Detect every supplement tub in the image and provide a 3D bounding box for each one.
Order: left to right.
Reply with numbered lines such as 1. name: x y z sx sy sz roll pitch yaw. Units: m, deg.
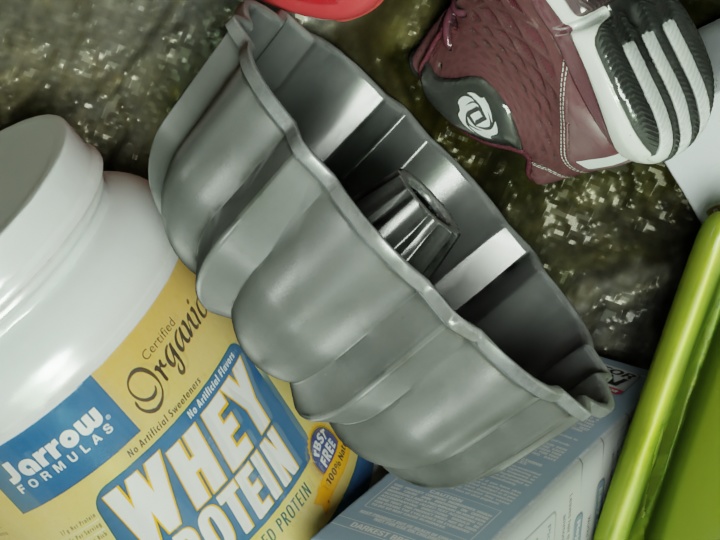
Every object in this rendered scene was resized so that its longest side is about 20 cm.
1. supplement tub: -0.097 0.055 0.948 0.144 0.145 0.200 -36 114 10

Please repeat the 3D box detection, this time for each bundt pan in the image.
1. bundt pan: 0.000 0.000 0.902 0.076 0.202 0.202 -43 112 13

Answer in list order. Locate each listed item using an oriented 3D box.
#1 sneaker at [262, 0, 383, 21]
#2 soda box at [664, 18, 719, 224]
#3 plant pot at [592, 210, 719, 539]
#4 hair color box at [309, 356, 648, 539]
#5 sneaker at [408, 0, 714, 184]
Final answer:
1. sneaker: -0.062 -0.145 0.877 0.199 0.116 0.078 36 106 -20
2. soda box: 0.209 -0.085 0.938 0.199 0.064 0.068 -26 116 22
3. plant pot: 0.208 0.083 0.921 0.199 0.181 0.200 3 113 -32
4. hair color box: 0.052 0.114 0.964 0.060 0.200 0.100 16 117 26
5. sneaker: 0.045 -0.121 0.929 0.075 0.115 0.201 -22 89 -40
